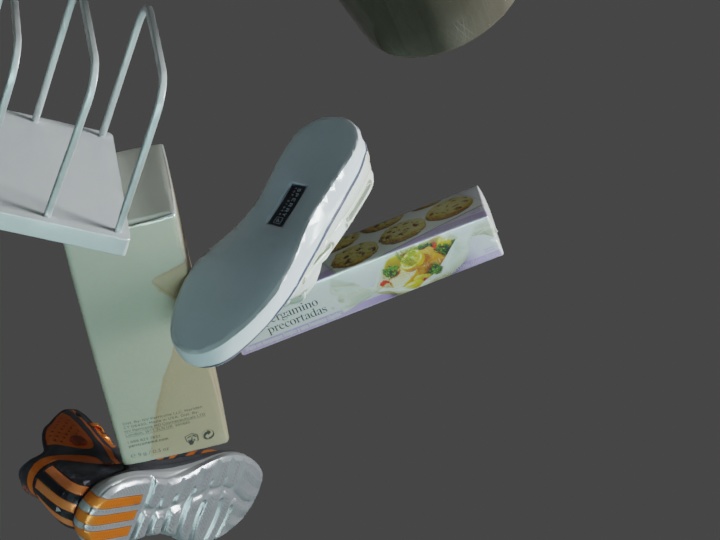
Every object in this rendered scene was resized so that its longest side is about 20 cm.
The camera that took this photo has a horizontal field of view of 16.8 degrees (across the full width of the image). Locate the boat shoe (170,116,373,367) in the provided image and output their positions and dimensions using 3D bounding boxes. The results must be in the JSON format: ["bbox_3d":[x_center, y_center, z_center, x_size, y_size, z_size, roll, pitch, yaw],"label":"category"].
[{"bbox_3d":[-0.052,-0.008,1.619,0.071,0.200,0.070,15,151,32],"label":"boat shoe"}]

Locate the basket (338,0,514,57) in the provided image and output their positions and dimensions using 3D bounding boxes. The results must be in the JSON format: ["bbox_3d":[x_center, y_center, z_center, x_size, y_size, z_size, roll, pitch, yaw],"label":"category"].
[{"bbox_3d":[0.013,-0.236,1.472,0.180,0.136,0.200,9,147,38],"label":"basket"}]

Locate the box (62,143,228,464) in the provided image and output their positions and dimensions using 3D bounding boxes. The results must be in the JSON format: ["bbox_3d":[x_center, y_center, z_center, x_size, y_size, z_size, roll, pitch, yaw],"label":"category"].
[{"bbox_3d":[-0.149,0.024,1.659,0.078,0.095,0.200,-12,128,-3],"label":"box"}]

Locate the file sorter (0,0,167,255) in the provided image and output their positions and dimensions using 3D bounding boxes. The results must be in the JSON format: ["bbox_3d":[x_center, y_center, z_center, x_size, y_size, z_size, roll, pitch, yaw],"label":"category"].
[{"bbox_3d":[-0.230,-0.114,1.518,0.200,0.139,0.125,13,119,-19],"label":"file sorter"}]

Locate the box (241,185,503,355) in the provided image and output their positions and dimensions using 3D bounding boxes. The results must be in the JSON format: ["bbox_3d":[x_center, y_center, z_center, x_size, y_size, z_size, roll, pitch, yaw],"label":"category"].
[{"bbox_3d":[0.000,0.000,1.701,0.200,0.041,0.039,-21,126,6],"label":"box"}]

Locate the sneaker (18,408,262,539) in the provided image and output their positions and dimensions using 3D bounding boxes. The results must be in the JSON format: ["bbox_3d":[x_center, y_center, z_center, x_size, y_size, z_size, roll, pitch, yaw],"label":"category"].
[{"bbox_3d":[-0.163,0.141,1.755,0.200,0.112,0.078,6,112,-55],"label":"sneaker"}]
